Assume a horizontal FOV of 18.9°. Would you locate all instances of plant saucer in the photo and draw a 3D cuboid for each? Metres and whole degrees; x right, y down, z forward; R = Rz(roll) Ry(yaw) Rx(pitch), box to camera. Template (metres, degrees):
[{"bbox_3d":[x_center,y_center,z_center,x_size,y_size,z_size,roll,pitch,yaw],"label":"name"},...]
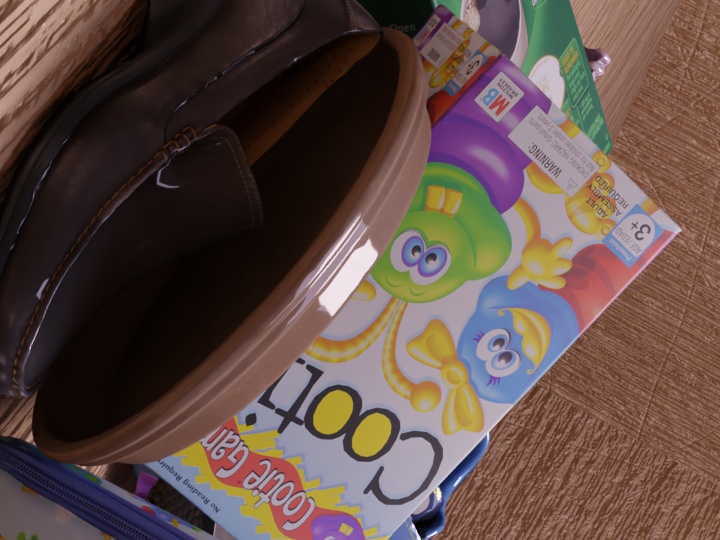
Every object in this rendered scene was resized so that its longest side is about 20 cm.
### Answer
[{"bbox_3d":[-0.044,-0.005,0.788,0.200,0.029,0.200,-40,-159,19],"label":"plant saucer"}]

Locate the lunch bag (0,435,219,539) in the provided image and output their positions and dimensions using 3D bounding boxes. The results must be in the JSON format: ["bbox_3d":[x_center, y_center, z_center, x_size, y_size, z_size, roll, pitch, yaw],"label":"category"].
[{"bbox_3d":[-0.090,0.139,0.851,0.083,0.160,0.200,-59,171,-14],"label":"lunch bag"}]

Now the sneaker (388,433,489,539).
[{"bbox_3d":[-0.008,0.124,1.124,0.200,0.082,0.074,-45,119,-37],"label":"sneaker"}]

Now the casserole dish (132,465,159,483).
[{"bbox_3d":[-0.066,0.045,1.127,0.201,0.039,0.121,-60,172,-21],"label":"casserole dish"}]

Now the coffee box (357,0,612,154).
[{"bbox_3d":[0.048,-0.107,0.941,0.123,0.044,0.201,-54,132,-46],"label":"coffee box"}]

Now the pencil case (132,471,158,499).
[{"bbox_3d":[-0.120,0.187,1.092,0.086,0.084,0.200,-55,169,-31],"label":"pencil case"}]

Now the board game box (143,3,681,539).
[{"bbox_3d":[0.009,0.012,0.844,0.200,0.105,0.103,-47,-161,5],"label":"board game box"}]

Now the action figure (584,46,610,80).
[{"bbox_3d":[0.058,-0.164,1.120,0.200,0.133,0.150,-52,-139,35],"label":"action figure"}]

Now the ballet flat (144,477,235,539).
[{"bbox_3d":[-0.068,0.041,0.975,0.067,0.046,0.202,26,71,-72],"label":"ballet flat"}]

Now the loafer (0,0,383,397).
[{"bbox_3d":[-0.064,-0.036,0.738,0.201,0.072,0.073,-59,171,-22],"label":"loafer"}]
